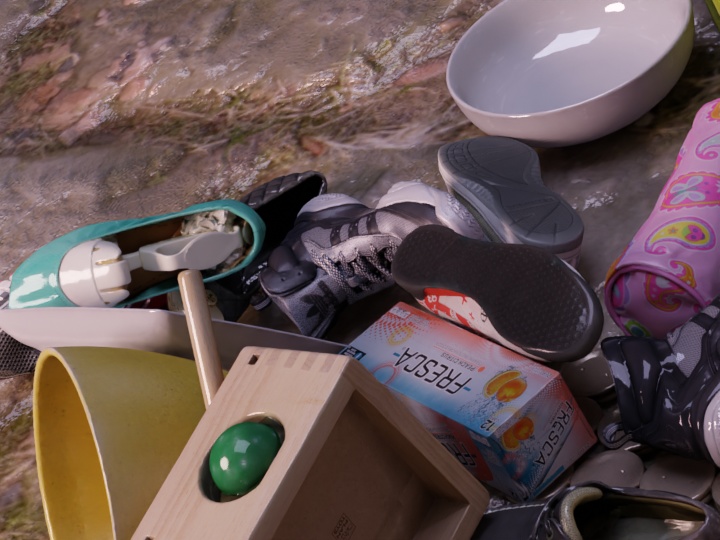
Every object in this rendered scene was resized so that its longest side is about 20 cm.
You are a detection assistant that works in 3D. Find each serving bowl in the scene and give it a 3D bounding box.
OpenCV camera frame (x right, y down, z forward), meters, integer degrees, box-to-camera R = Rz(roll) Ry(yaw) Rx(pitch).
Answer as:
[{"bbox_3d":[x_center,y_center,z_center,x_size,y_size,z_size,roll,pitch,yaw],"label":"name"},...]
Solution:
[{"bbox_3d":[0.171,-0.158,1.904,0.200,0.066,0.200,-17,35,13],"label":"serving bowl"}]

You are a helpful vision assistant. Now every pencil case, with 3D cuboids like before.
[{"bbox_3d":[0.240,-0.035,1.680,0.087,0.087,0.200,2,41,35],"label":"pencil case"}]

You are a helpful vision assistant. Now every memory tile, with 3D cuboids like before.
[{"bbox_3d":[0.201,0.104,1.571,0.200,0.017,0.153,-1,40,33],"label":"memory tile"}]

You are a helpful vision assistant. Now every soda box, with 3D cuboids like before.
[{"bbox_3d":[0.067,0.086,1.620,0.068,0.064,0.200,-40,29,-16],"label":"soda box"}]

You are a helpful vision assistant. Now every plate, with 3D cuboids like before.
[{"bbox_3d":[-0.129,0.055,1.718,0.200,0.200,0.032,-1,79,46],"label":"plate"}]

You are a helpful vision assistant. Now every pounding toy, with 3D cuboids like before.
[{"bbox_3d":[-0.049,0.131,1.493,0.142,0.200,0.184,3,56,47],"label":"pounding toy"}]

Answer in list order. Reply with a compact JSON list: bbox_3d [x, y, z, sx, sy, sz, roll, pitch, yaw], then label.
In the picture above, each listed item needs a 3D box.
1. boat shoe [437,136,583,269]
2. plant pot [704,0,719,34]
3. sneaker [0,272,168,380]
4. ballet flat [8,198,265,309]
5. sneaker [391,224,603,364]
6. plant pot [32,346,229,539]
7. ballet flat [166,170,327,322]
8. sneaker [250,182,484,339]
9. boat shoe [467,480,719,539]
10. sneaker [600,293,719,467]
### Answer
[{"bbox_3d":[0.109,-0.041,1.789,0.074,0.065,0.202,-11,30,-17],"label":"boat shoe"},{"bbox_3d":[0.332,-0.280,1.836,0.200,0.199,0.181,-25,7,1],"label":"plant pot"},{"bbox_3d":[-0.212,0.030,1.884,0.200,0.081,0.075,-26,37,-4],"label":"sneaker"},{"bbox_3d":[-0.162,-0.009,1.777,0.200,0.067,0.070,-18,6,-15],"label":"ballet flat"},{"bbox_3d":[0.117,0.030,1.633,0.201,0.108,0.067,23,81,50],"label":"sneaker"},{"bbox_3d":[-0.123,0.137,1.606,0.142,0.200,0.200,-10,29,-20],"label":"plant pot"},{"bbox_3d":[-0.090,-0.018,1.867,0.057,0.066,0.200,-41,9,44],"label":"ballet flat"},{"bbox_3d":[0.000,0.000,1.770,0.200,0.075,0.114,-1,42,53],"label":"sneaker"},{"bbox_3d":[0.140,0.159,1.485,0.201,0.066,0.072,-1,46,33],"label":"boat shoe"},{"bbox_3d":[0.219,0.043,1.557,0.114,0.076,0.200,0,43,29],"label":"sneaker"}]
